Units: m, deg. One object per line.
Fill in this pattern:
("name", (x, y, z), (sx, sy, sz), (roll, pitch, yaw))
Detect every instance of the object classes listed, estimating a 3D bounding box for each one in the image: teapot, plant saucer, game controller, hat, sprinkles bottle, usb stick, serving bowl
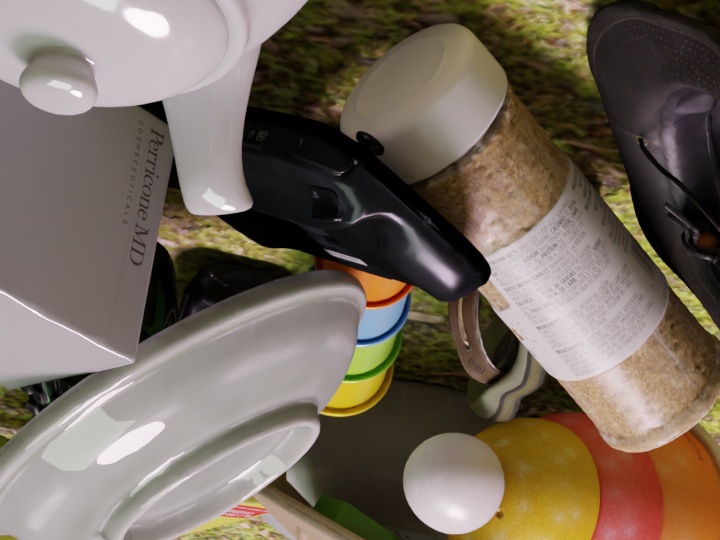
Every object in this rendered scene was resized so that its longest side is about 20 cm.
("teapot", (-0.092, -0.123, 0.846), (0.199, 0.147, 0.197), (17, 154, -17))
("plant saucer", (-0.074, 0.075, 1.115), (0.199, 0.050, 0.200), (-30, 165, -9))
("game controller", (-0.024, -0.033, 1.055), (0.104, 0.042, 0.200), (31, 174, -29))
("hat", (0.174, -0.035, 1.009), (0.081, 0.201, 0.201), (-30, 157, -11))
("sprinkles bottle", (0.075, -0.011, 1.059), (0.068, 0.068, 0.200), (-15, 127, 42))
("usb stick", (-0.078, 0.046, 1.349), (0.055, 0.033, 0.200), (5, 156, -10))
("serving bowl", (0.019, 0.129, 1.459), (0.198, 0.066, 0.200), (8, 156, 3))

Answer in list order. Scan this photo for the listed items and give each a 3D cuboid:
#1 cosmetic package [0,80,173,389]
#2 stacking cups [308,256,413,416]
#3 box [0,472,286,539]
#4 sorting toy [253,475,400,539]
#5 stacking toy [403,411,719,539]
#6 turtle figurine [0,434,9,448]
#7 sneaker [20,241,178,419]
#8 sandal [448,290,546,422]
("cosmetic package", (-0.172, -0.043, 0.990), (0.081, 0.114, 0.199), (-14, 149, 41))
("stacking cups", (0.000, 0.000, 1.207), (0.060, 0.061, 0.200), (9, 150, -3))
("box", (-0.135, 0.125, 1.429), (0.199, 0.051, 0.075), (-18, 156, 38))
("sorting toy", (0.041, 0.178, 1.345), (0.199, 0.037, 0.185), (32, 168, 35))
("stacking toy", (0.088, 0.119, 1.290), (0.145, 0.147, 0.199), (-12, 156, 38))
("turtle figurine", (-0.261, 0.103, 1.494), (0.198, 0.065, 0.162), (-7, 152, -7))
("sneaker", (-0.119, 0.054, 1.232), (0.078, 0.085, 0.201), (39, 138, 21))
("sandal", (0.067, 0.019, 1.196), (0.057, 0.080, 0.201), (23, 155, 0))
